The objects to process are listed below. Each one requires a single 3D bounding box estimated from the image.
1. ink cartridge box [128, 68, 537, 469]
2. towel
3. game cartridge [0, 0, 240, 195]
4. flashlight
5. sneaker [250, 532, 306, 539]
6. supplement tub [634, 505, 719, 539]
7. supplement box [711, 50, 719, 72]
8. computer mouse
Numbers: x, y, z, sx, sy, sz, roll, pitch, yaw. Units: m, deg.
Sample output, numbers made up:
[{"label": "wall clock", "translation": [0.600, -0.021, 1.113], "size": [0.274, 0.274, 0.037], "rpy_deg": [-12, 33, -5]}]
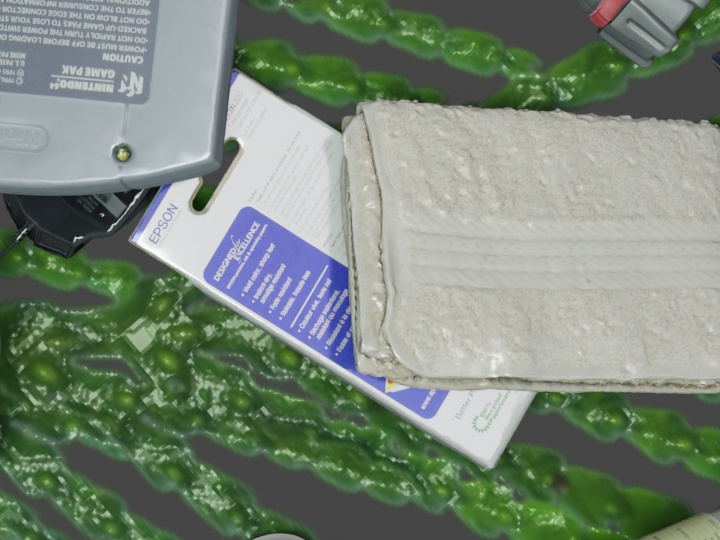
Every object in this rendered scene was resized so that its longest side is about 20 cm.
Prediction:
[{"label": "ink cartridge box", "translation": [0.000, 0.000, 1.264], "size": [0.199, 0.037, 0.095], "rpy_deg": [32, 84, -9]}, {"label": "towel", "translation": [0.086, -0.011, 1.246], "size": [0.198, 0.034, 0.134], "rpy_deg": [1, 72, -20]}, {"label": "game cartridge", "translation": [-0.154, -0.102, 1.220], "size": [0.198, 0.041, 0.134], "rpy_deg": [6, 81, 7]}, {"label": "flashlight", "translation": [0.075, -0.178, 1.265], "size": [0.199, 0.068, 0.068], "rpy_deg": [36, 108, -5]}, {"label": "sneaker", "translation": [-0.019, 0.220, 1.227], "size": [0.066, 0.090, 0.202], "rpy_deg": [-13, 91, -8]}, {"label": "supplement tub", "translation": [0.132, 0.195, 1.223], "size": [0.199, 0.145, 0.146], "rpy_deg": [-21, 92, -8]}, {"label": "supplement box", "translation": [0.296, -0.106, 1.227], "size": [0.199, 0.200, 0.135], "rpy_deg": [-35, 94, -7]}, {"label": "computer mouse", "translation": [-0.155, -0.008, 1.246], "size": [0.059, 0.034, 0.200], "rpy_deg": [44, 90, 10]}]
